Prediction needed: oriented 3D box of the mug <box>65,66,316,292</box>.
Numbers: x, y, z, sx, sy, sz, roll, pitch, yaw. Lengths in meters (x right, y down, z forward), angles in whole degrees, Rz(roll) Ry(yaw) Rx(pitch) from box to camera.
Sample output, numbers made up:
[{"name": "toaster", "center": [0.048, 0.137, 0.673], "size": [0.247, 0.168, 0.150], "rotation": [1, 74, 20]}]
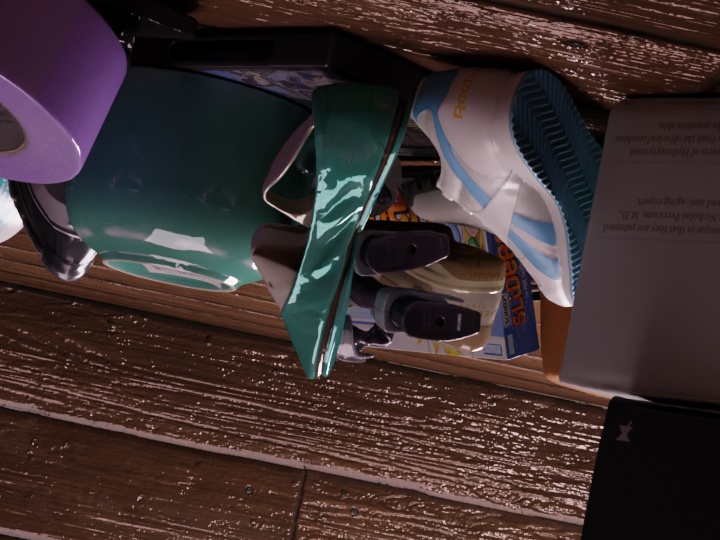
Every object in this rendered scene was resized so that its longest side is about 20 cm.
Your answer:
[{"name": "mug", "center": [-0.099, -0.051, 1.319], "size": [0.152, 0.115, 0.185], "rotation": [17, 171, -33]}]

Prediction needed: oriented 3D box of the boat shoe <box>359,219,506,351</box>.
[{"name": "boat shoe", "center": [0.036, 0.006, 1.440], "size": [0.071, 0.065, 0.200], "rotation": [1, -168, -19]}]

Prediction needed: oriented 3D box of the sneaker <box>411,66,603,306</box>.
[{"name": "sneaker", "center": [0.096, -0.051, 1.256], "size": [0.081, 0.077, 0.200], "rotation": [10, 148, 32]}]

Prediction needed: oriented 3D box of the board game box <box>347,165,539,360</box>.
[{"name": "board game box", "center": [0.042, -0.009, 1.552], "size": [0.034, 0.136, 0.200], "rotation": [-15, -169, -38]}]

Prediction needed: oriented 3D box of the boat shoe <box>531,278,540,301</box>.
[{"name": "boat shoe", "center": [0.199, 0.009, 1.687], "size": [0.199, 0.074, 0.074], "rotation": [8, 172, 30]}]

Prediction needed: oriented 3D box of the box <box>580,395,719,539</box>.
[{"name": "box", "center": [0.235, 0.143, 1.159], "size": [0.148, 0.105, 0.200], "rotation": [6, 171, 41]}]

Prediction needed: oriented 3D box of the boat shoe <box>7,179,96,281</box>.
[{"name": "boat shoe", "center": [-0.217, -0.061, 1.499], "size": [0.072, 0.068, 0.200], "rotation": [9, -152, -27]}]

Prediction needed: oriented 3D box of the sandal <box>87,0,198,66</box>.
[{"name": "sandal", "center": [-0.171, -0.137, 1.240], "size": [0.200, 0.045, 0.075], "rotation": [6, 169, 41]}]

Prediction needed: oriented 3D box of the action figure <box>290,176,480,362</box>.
[{"name": "action figure", "center": [0.000, 0.000, 1.376], "size": [0.069, 0.131, 0.200], "rotation": [-13, -167, -22]}]

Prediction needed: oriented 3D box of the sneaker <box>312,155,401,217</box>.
[{"name": "sneaker", "center": [-0.073, -0.074, 1.471], "size": [0.199, 0.079, 0.077], "rotation": [14, 177, -27]}]

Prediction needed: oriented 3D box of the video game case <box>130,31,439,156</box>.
[{"name": "video game case", "center": [-0.018, -0.107, 1.316], "size": [0.180, 0.026, 0.200], "rotation": [5, 171, 43]}]

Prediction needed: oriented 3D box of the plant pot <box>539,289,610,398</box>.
[{"name": "plant pot", "center": [0.208, 0.021, 1.498], "size": [0.199, 0.141, 0.200], "rotation": [12, 172, 2]}]

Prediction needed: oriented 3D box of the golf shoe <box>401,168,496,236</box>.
[{"name": "golf shoe", "center": [0.122, -0.027, 1.351], "size": [0.199, 0.088, 0.077], "rotation": [4, -172, 13]}]

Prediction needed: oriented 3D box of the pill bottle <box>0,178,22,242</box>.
[{"name": "pill bottle", "center": [-0.339, -0.090, 1.625], "size": [0.110, 0.111, 0.200], "rotation": [8, 173, 28]}]

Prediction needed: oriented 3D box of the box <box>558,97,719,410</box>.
[{"name": "box", "center": [0.258, 0.010, 1.195], "size": [0.199, 0.172, 0.200], "rotation": [18, 170, -41]}]

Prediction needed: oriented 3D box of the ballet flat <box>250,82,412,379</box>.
[{"name": "ballet flat", "center": [-0.027, -0.027, 1.244], "size": [0.070, 0.201, 0.067], "rotation": [16, -146, -1]}]

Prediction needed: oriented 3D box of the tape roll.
[{"name": "tape roll", "center": [-0.231, -0.124, 1.159], "size": [0.199, 0.066, 0.200], "rotation": [21, 161, 7]}]
